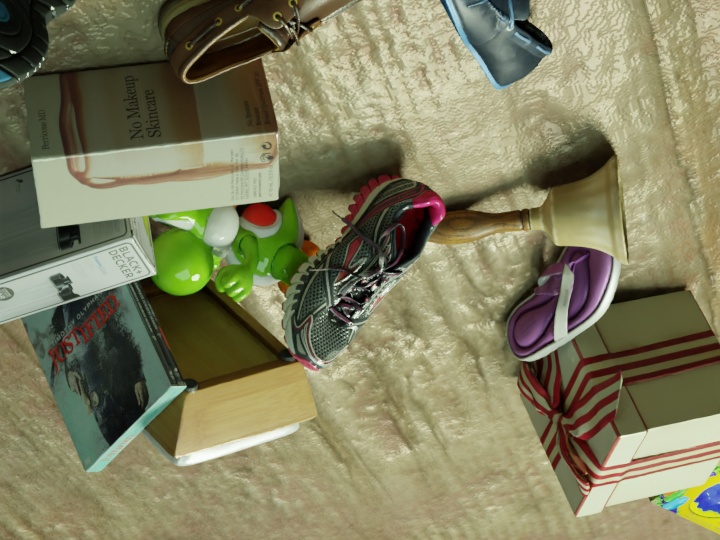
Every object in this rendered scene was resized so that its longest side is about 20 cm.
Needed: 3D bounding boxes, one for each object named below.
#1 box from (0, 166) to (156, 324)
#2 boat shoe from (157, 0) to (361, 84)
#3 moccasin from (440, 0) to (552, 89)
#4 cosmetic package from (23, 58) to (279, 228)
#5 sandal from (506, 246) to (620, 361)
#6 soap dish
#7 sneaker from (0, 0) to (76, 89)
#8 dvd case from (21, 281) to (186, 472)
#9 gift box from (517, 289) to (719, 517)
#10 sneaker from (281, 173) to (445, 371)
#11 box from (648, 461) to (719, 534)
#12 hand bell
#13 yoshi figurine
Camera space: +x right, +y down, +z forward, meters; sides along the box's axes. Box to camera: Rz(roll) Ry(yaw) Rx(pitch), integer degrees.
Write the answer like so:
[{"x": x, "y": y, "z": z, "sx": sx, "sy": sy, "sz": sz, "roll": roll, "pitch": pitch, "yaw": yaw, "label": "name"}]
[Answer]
[{"x": -0.282, "y": -0.026, "z": 1.488, "sx": 0.200, "sy": 0.117, "sz": 0.060, "roll": -19, "pitch": 143, "yaw": 5, "label": "box"}, {"x": -0.063, "y": -0.203, "z": 1.367, "sx": 0.200, "sy": 0.068, "sz": 0.072, "roll": -22, "pitch": 143, "yaw": 10, "label": "boat shoe"}, {"x": 0.103, "y": -0.221, "z": 1.405, "sx": 0.068, "sy": 0.081, "sz": 0.200, "roll": -28, "pitch": 156, "yaw": 10, "label": "moccasin"}, {"x": -0.172, "y": -0.109, "z": 1.428, "sx": 0.200, "sy": 0.103, "sz": 0.087, "roll": -9, "pitch": 141, "yaw": -10, "label": "cosmetic package"}, {"x": 0.196, "y": 0.031, "z": 1.738, "sx": 0.050, "sy": 0.083, "sz": 0.203, "roll": -5, "pitch": 146, "yaw": -32, "label": "sandal"}, {"x": -0.156, "y": 0.084, "z": 1.586, "sx": 0.157, "sy": 0.200, "sz": 0.081, "roll": -14, "pitch": 128, "yaw": -36, "label": "soap dish"}, {"x": -0.267, "y": -0.170, "z": 1.249, "sx": 0.082, "sy": 0.200, "sz": 0.073, "roll": -28, "pitch": 108, "yaw": 26, "label": "sneaker"}, {"x": -0.238, "y": 0.059, "z": 1.546, "sx": 0.022, "sy": 0.200, "sz": 0.146, "roll": 1, "pitch": 145, "yaw": -47, "label": "dvd case"}, {"x": 0.276, "y": 0.126, "z": 1.821, "sx": 0.186, "sy": 0.185, "sz": 0.200, "roll": -11, "pitch": 141, "yaw": -19, "label": "gift box"}, {"x": 0.000, "y": 0.000, "z": 1.558, "sx": 0.081, "sy": 0.075, "sz": 0.200, "roll": 38, "pitch": 77, "yaw": -36, "label": "sneaker"}, {"x": 0.447, "y": 0.199, "z": 2.011, "sx": 0.193, "sy": 0.122, "sz": 0.200, "roll": -37, "pitch": 137, "yaw": 27, "label": "box"}, {"x": 0.150, "y": -0.046, "z": 1.646, "sx": 0.200, "sy": 0.104, "sz": 0.104, "roll": -7, "pitch": 145, "yaw": 11, "label": "hand bell"}, {"x": -0.119, "y": -0.006, "z": 1.578, "sx": 0.200, "sy": 0.112, "sz": 0.112, "roll": 24, "pitch": 136, "yaw": -35, "label": "yoshi figurine"}]
